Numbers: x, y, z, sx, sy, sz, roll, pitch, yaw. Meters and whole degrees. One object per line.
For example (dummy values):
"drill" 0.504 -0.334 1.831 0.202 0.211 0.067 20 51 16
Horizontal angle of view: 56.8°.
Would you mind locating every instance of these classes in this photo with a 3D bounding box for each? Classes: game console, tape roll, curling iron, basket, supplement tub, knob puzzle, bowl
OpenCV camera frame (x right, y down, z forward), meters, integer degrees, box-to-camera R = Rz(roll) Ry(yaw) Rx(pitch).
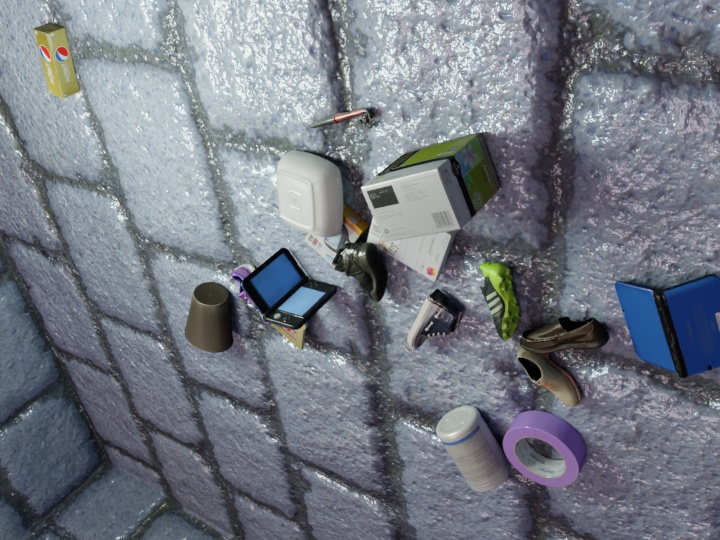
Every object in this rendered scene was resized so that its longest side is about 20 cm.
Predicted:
"game console" 0.627 0.098 1.325 0.170 0.118 0.201 -21 111 13
"tape roll" 0.469 0.456 1.703 0.199 0.066 0.201 21 132 25
"curling iron" -0.046 -0.340 1.524 0.199 0.026 0.050 3 120 38
"basket" -0.500 0.147 2.208 0.180 0.136 0.201 26 131 16
"game console" -0.189 0.045 1.803 0.170 0.200 0.119 12 129 32
"supplement tub" 0.305 0.481 1.807 0.132 0.132 0.201 -18 109 45
"knob puzzle" -0.220 0.115 2.015 0.219 0.030 0.221 27 130 38
"bowl" -0.135 -0.182 1.648 0.199 0.074 0.201 24 128 36

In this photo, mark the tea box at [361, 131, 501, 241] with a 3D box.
"tea box" 0.147 -0.171 1.370 0.199 0.197 0.134 -7 117 43

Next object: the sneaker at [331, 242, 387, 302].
"sneaker" 0.000 0.000 1.695 0.114 0.076 0.200 9 146 28

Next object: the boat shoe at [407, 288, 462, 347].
"boat shoe" 0.187 0.145 1.678 0.093 0.075 0.201 38 138 20

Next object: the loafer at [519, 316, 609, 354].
"loafer" 0.443 0.133 1.473 0.199 0.073 0.072 -11 109 35

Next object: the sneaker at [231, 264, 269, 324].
"sneaker" -0.329 0.081 2.029 0.201 0.083 0.081 58 142 0

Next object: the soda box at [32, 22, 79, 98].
"soda box" -0.900 -0.619 1.976 0.067 0.064 0.201 23 134 23

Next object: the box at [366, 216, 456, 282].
"box" 0.119 -0.083 1.582 0.199 0.041 0.156 32 138 18

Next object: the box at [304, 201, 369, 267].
"box" -0.069 -0.091 1.731 0.119 0.041 0.200 42 136 5

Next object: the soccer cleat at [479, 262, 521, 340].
"soccer cleat" 0.318 0.068 1.530 0.081 0.067 0.201 24 136 48

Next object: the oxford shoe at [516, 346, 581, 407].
"oxford shoe" 0.435 0.254 1.563 0.200 0.074 0.071 46 139 -1
